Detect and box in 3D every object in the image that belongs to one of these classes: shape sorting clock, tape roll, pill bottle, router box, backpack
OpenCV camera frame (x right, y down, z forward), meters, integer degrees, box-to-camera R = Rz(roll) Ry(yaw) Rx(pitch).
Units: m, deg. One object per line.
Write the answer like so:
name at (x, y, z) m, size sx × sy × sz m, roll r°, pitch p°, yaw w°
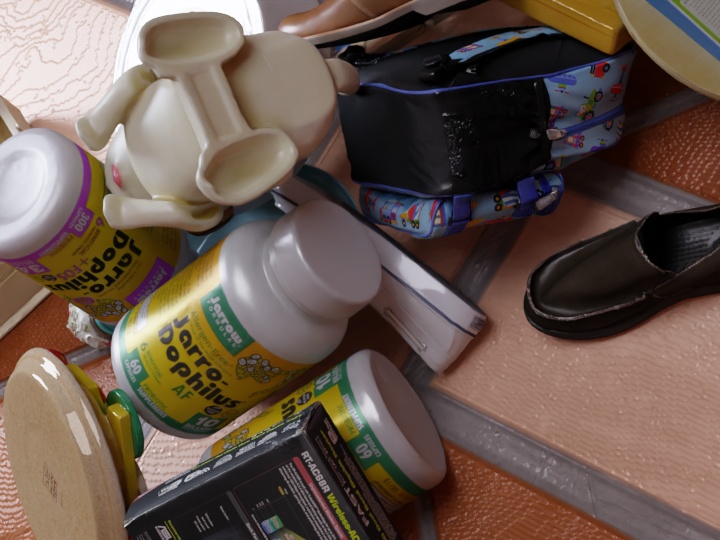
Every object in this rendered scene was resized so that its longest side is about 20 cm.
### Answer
shape sorting clock at (0.266, -0.202, 1.533) m, size 0.039 × 0.199 × 0.201 m, roll 131°, pitch 148°, yaw -59°
tape roll at (-0.113, -0.150, 1.705) m, size 0.202 × 0.071 × 0.203 m, roll -9°, pitch 78°, yaw 47°
pill bottle at (-0.081, 0.033, 1.562) m, size 0.200 × 0.113 × 0.113 m, roll -35°, pitch 49°, yaw 36°
router box at (-0.047, 0.211, 1.477) m, size 0.150 × 0.200 × 0.062 m, roll -27°, pitch 10°, yaw 17°
backpack at (0.103, -0.111, 1.578) m, size 0.182 × 0.199 × 0.135 m, roll 15°, pitch 117°, yaw 63°
pill bottle at (-0.047, 0.153, 1.555) m, size 0.200 × 0.113 × 0.113 m, roll -32°, pitch 52°, yaw 13°
pill bottle at (-0.201, -0.022, 1.652) m, size 0.104 × 0.200 × 0.105 m, roll -17°, pitch 58°, yaw 29°

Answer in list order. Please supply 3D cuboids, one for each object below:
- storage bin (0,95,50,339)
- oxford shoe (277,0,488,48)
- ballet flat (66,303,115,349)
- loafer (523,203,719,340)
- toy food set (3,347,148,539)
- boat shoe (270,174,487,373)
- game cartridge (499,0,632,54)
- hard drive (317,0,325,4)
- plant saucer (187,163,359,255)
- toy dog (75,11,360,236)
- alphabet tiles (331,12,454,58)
storage bin at (-0.355, -0.039, 1.862) m, size 0.198 × 0.094 × 0.200 m, roll -42°, pitch 50°, yaw 6°
oxford shoe at (0.017, -0.208, 1.567) m, size 0.199 × 0.071 × 0.072 m, roll -18°, pitch 91°, yaw 31°
ballet flat at (-0.201, -0.027, 1.779) m, size 0.064 × 0.076 × 0.201 m, roll -17°, pitch 49°, yaw 53°
loafer at (0.200, -0.012, 1.517) m, size 0.199 × 0.071 × 0.073 m, roll -20°, pitch 56°, yaw 21°
toy food set at (-0.211, 0.154, 1.612) m, size 0.049 × 0.201 × 0.198 m, roll -16°, pitch 29°, yaw -28°
boat shoe at (0.000, 0.000, 1.610) m, size 0.200 × 0.074 × 0.065 m, roll 38°, pitch 96°, yaw 22°
game cartridge at (0.173, -0.247, 1.598) m, size 0.176 × 0.033 × 0.200 m, roll 30°, pitch 46°, yaw 26°
hard drive at (-0.030, -0.264, 1.774) m, size 0.135 × 0.042 × 0.200 m, roll -10°, pitch 48°, yaw 51°
plant saucer at (-0.078, 0.008, 1.708) m, size 0.199 × 0.027 × 0.201 m, roll -14°, pitch 59°, yaw 24°
toy dog at (-0.114, -0.102, 1.546) m, size 0.194 × 0.140 × 0.200 m, roll -32°, pitch 0°, yaw -34°
alphabet tiles at (0.045, -0.225, 1.702) m, size 0.195 × 0.015 × 0.200 m, roll -33°, pitch 21°, yaw 13°
